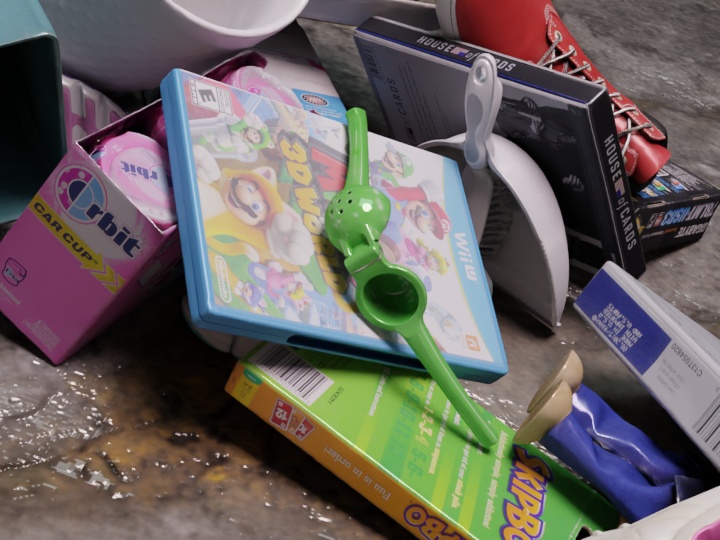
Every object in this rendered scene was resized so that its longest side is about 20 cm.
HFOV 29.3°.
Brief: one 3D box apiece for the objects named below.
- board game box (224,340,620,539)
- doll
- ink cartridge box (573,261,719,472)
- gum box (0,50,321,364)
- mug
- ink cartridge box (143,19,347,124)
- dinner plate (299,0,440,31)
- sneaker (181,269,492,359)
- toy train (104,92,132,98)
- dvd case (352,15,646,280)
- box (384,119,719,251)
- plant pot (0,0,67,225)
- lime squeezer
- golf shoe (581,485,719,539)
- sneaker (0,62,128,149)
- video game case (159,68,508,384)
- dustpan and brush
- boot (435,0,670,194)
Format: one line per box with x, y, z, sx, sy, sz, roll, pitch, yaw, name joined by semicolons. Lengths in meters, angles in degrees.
0.035;0.093;0.702;0.200;0.030;0.096;34;32;11;board game box
0.172;0.127;0.706;0.200;0.048;0.136;36;25;3;doll
0.236;0.094;0.780;0.200;0.041;0.200;29;15;-33;ink cartridge box
-0.109;-0.042;0.769;0.066;0.114;0.200;45;33;1;gum box
-0.144;-0.210;0.847;0.148;0.175;0.200;-19;91;-43;mug
-0.090;-0.133;0.991;0.115;0.068;0.200;8;31;-22;ink cartridge box
-0.021;-0.190;0.990;0.200;0.024;0.200;10;9;-2;dinner plate
0.000;0.000;0.797;0.200;0.091;0.078;-3;37;-33;sneaker
-0.220;-0.189;1.008;0.114;0.085;0.200;-4;37;-12;toy train
0.089;-0.079;0.893;0.025;0.150;0.200;-42;44;-22;dvd case
0.150;-0.084;1.035;0.200;0.050;0.198;35;24;25;box
-0.255;-0.134;0.738;0.141;0.141;0.200;-16;60;-18;plant pot
0.013;-0.001;0.705;0.200;0.038;0.071;68;9;18;lime squeezer
0.102;0.140;0.607;0.200;0.075;0.092;-27;38;-29;golf shoe
-0.237;-0.106;0.860;0.200;0.081;0.088;11;23;-11;sneaker
-0.011;-0.020;0.727;0.200;0.018;0.143;14;52;-39;video game case
0.074;-0.056;0.841;0.140;0.200;0.057;36;49;26;dustpan and brush
0.134;-0.125;0.883;0.144;0.072;0.200;44;1;34;boot
